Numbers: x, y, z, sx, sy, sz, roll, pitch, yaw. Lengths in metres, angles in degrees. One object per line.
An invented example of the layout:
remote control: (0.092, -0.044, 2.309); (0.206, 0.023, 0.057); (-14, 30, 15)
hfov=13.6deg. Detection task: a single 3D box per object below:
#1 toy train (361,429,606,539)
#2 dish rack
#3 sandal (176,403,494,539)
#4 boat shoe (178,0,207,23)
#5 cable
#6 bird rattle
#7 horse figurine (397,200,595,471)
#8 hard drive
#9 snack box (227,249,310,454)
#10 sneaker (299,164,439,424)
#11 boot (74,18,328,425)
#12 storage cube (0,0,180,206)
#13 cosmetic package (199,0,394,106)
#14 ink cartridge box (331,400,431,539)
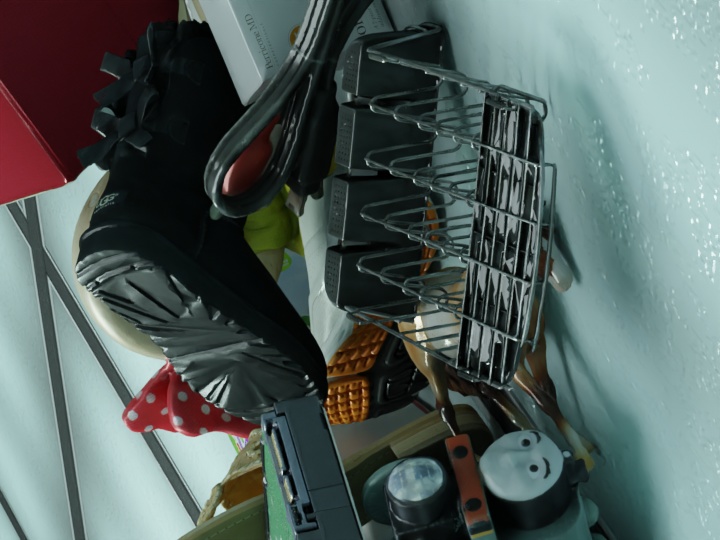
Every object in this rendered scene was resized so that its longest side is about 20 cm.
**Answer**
toy train: (0.072, 0.155, 1.515); (0.201, 0.113, 0.085); (72, -178, -45)
dish rack: (0.046, -0.030, 1.456); (0.200, 0.054, 0.154); (26, 115, 58)
sandal: (-0.034, 0.114, 1.644); (0.070, 0.211, 0.078); (53, 157, 37)
boat shoe: (-0.077, -0.188, 1.695); (0.068, 0.075, 0.201); (-10, 102, 56)
cable: (-0.035, -0.103, 1.533); (0.050, 0.097, 0.201); (42, 133, 36)
bird rattle: (-0.097, -0.001, 1.760); (0.163, 0.200, 0.113); (30, -172, -28)
horse figurine: (0.066, 0.040, 1.549); (0.133, 0.050, 0.200); (63, 161, -6)
hard drive: (-0.018, 0.180, 1.550); (0.201, 0.038, 0.140); (87, 168, -47)
snack box: (-0.065, 0.038, 1.918); (0.169, 0.067, 0.201); (101, 146, -61)
sneaker: (0.000, 0.000, 1.688); (0.201, 0.075, 0.092); (98, 155, -45)
boot: (-0.075, -0.028, 1.638); (0.198, 0.073, 0.163); (42, -136, -37)
storage cube: (-0.191, -0.160, 1.774); (0.180, 0.171, 0.200); (55, 156, -12)
cosmetic package: (-0.060, -0.197, 1.598); (0.201, 0.082, 0.051); (66, 163, 6)
ink cartridge box: (0.028, 0.184, 1.778); (0.145, 0.083, 0.201); (33, 140, 61)
